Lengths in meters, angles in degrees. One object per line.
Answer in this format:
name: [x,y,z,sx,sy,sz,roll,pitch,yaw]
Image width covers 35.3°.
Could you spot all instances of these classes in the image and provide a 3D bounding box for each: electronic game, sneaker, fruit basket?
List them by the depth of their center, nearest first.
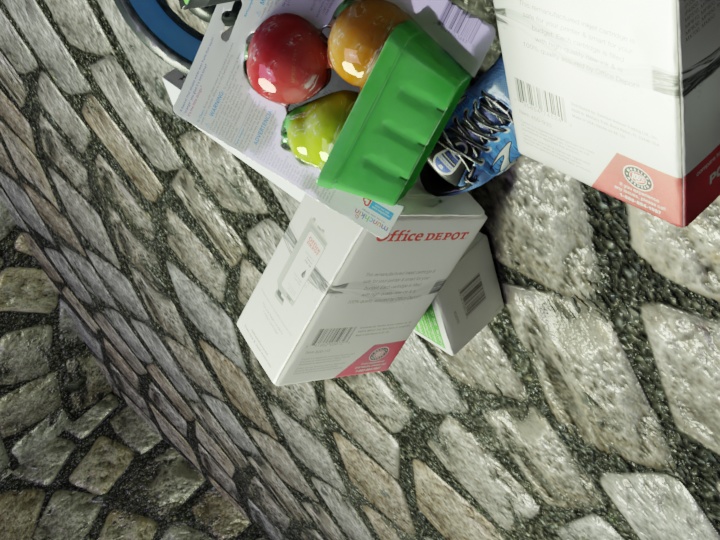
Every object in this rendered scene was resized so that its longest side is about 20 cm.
fruit basket: [-0.023,-0.149,0.849,0.199,0.094,0.186,33,114,11]
sneaker: [0.099,-0.106,0.886,0.079,0.089,0.200,48,157,6]
electronic game: [-0.119,-0.245,0.952,0.200,0.200,0.042,52,143,-3]

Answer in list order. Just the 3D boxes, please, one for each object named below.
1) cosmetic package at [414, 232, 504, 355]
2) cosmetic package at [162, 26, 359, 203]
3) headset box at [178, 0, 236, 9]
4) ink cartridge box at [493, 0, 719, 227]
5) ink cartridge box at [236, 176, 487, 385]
cosmetic package: [0.043,-0.013,1.158,0.199,0.085,0.108,29,151,41]
cosmetic package: [-0.062,-0.162,1.035,0.200,0.151,0.052,37,155,33]
headset box: [-0.081,-0.290,0.724,0.200,0.092,0.176,-34,75,63]
ink cartridge box: [0.163,-0.147,0.701,0.146,0.083,0.201,32,153,38]
ink cartridge box: [0.000,0.000,1.008,0.083,0.146,0.201,52,127,32]
